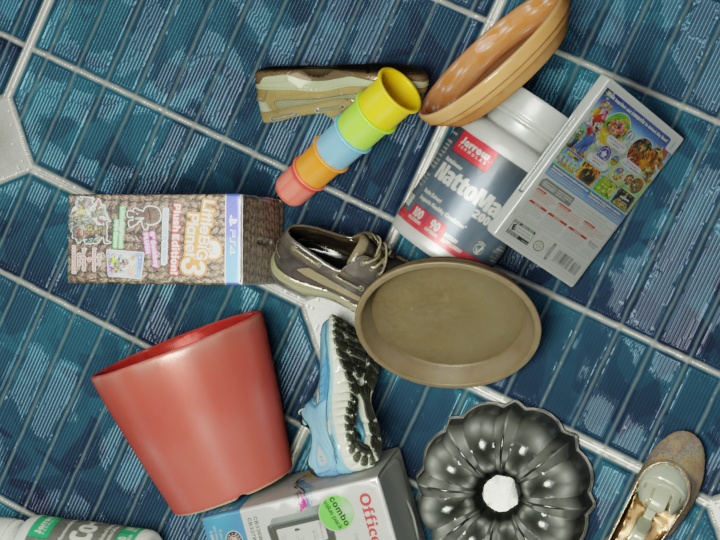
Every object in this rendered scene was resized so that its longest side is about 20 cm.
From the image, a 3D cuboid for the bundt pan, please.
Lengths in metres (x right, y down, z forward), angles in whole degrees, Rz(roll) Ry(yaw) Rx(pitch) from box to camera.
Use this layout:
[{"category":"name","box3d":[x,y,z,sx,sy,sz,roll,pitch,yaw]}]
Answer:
[{"category":"bundt pan","box3d":[0.152,0.241,1.687,0.201,0.076,0.202,0,88,13]}]

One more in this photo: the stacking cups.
[{"category":"stacking cups","box3d":[-0.023,-0.141,1.707,0.200,0.060,0.061,-38,81,33]}]

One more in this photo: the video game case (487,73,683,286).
[{"category":"video game case","box3d":[0.239,-0.092,1.648,0.200,0.143,0.018,-54,40,7]}]

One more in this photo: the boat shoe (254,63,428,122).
[{"category":"boat shoe","box3d":[-0.019,-0.190,1.745,0.200,0.072,0.076,2,104,21]}]

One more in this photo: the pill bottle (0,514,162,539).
[{"category":"pill bottle","box3d":[-0.332,0.339,1.780,0.200,0.113,0.113,5,90,13]}]

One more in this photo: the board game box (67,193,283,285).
[{"category":"board game box","box3d":[-0.201,-0.034,1.731,0.200,0.159,0.097,1,90,14]}]

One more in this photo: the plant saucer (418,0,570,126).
[{"category":"plant saucer","box3d":[0.146,-0.218,1.641,0.200,0.200,0.037,-41,104,10]}]

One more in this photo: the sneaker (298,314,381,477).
[{"category":"sneaker","box3d":[-0.035,0.135,1.699,0.090,0.078,0.200,-28,43,29]}]

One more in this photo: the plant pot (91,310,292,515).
[{"category":"plant pot","box3d":[-0.170,0.160,1.714,0.200,0.200,0.178,-20,93,12]}]

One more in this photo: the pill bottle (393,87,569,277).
[{"category":"pill bottle","box3d":[0.136,-0.099,1.673,0.119,0.120,0.200,35,97,11]}]

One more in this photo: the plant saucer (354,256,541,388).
[{"category":"plant saucer","box3d":[0.094,0.053,1.668,0.200,0.200,0.030,-5,46,13]}]

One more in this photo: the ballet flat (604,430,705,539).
[{"category":"ballet flat","box3d":[0.306,0.263,1.654,0.068,0.067,0.200,27,95,12]}]

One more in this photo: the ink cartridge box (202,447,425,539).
[{"category":"ink cartridge box","box3d":[-0.041,0.296,1.689,0.200,0.146,0.147,-16,92,12]}]

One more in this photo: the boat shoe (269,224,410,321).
[{"category":"boat shoe","box3d":[0.000,0.000,1.704,0.200,0.073,0.075,12,48,0]}]
